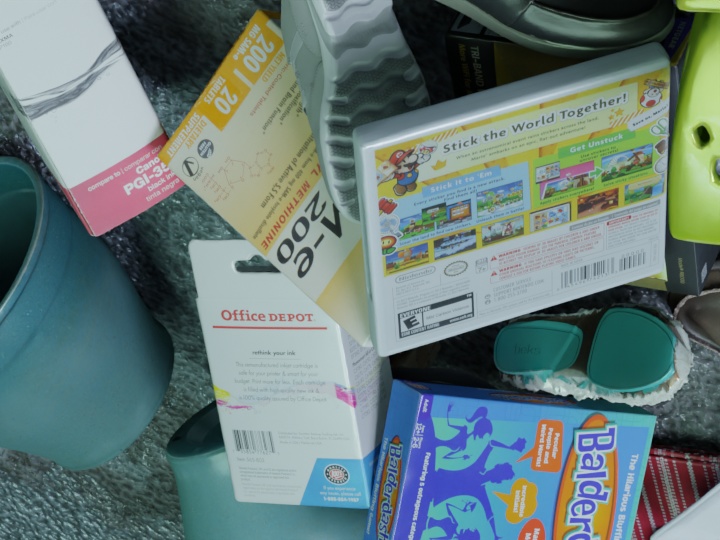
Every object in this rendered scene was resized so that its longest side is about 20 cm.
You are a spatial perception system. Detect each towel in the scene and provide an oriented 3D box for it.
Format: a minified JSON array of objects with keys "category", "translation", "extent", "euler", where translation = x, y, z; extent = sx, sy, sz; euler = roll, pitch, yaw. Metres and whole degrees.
[{"category":"towel","translation":[0.233,0.177,1.900],"extent":[0.199,0.023,0.145],"euler":[7,138,28]}]

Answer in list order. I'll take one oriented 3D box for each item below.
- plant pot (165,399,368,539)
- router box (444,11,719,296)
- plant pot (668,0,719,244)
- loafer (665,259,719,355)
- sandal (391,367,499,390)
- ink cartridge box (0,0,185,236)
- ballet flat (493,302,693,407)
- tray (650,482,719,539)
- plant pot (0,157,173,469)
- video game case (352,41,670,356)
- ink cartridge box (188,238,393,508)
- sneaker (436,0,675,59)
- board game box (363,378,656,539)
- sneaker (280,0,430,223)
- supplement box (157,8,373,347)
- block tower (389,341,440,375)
[{"category":"plant pot","translation":[-0.051,0.186,1.961],"extent":[0.199,0.200,0.189],"euler":[-13,110,40]},{"category":"router box","translation":[0.147,-0.082,1.653],"extent":[0.156,0.052,0.201],"euler":[9,137,23]},{"category":"plant pot","translation":[0.274,-0.138,1.399],"extent":[0.199,0.199,0.182],"euler":[2,128,18]},{"category":"loafer","translation":[0.294,0.057,1.695],"extent":[0.199,0.071,0.073],"euler":[23,140,9]},{"category":"sandal","translation":[0.018,0.104,1.850],"extent":[0.199,0.043,0.076],"euler":[10,137,15]},{"category":"ink cartridge box","translation":[-0.207,-0.146,1.722],"extent":[0.147,0.082,0.201],"euler":[53,170,54]},{"category":"ballet flat","translation":[0.173,0.059,1.758],"extent":[0.200,0.072,0.072],"euler":[5,139,55]},{"category":"tray","translation":[0.318,0.194,1.825],"extent":[0.199,0.022,0.107],"euler":[20,143,-19]},{"category":"plant pot","translation":[-0.248,0.048,1.926],"extent":[0.199,0.201,0.188],"euler":[-14,140,40]},{"category":"video game case","translation":[0.096,-0.042,1.570],"extent":[0.199,0.023,0.183],"euler":[-16,136,-11]},{"category":"ink cartridge box","translation":[-0.043,0.062,1.793],"extent":[0.114,0.068,0.201],"euler":[0,111,28]},{"category":"sneaker","translation":[0.098,-0.201,1.536],"extent":[0.199,0.075,0.107],"euler":[20,143,14]},{"category":"board game box","translation":[0.104,0.162,1.795],"extent":[0.199,0.153,0.045],"euler":[6,-171,-29]},{"category":"sneaker","translation":[-0.008,-0.130,1.598],"extent":[0.082,0.074,0.201],"euler":[-176,77,-67]},{"category":"supplement box","translation":[-0.019,-0.061,1.668],"extent":[0.200,0.073,0.126],"euler":[41,107,18]},{"category":"block tower","translation":[0.000,0.000,1.827],"extent":[0.054,0.058,0.201],"euler":[3,133,28]}]
